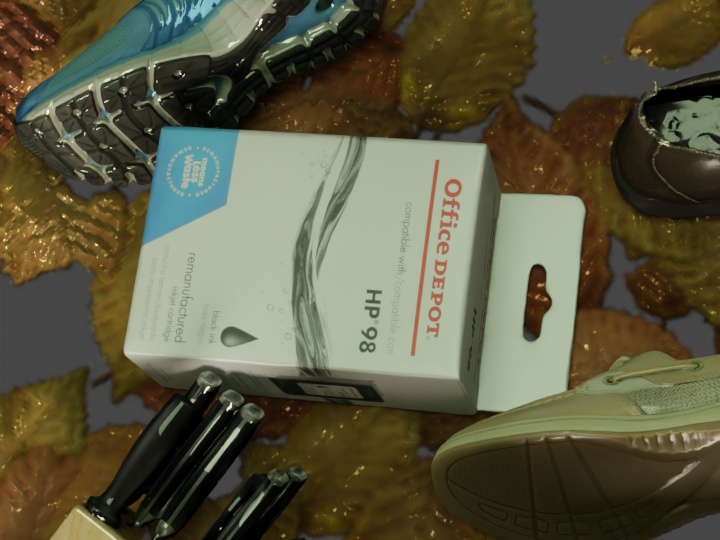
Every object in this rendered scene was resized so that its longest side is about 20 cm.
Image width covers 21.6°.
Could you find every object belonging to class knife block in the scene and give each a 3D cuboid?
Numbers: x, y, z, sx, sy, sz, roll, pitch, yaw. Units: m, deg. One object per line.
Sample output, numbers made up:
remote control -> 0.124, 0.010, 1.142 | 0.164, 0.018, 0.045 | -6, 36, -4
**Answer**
knife block -> -0.120, 0.140, 0.846 | 0.199, 0.064, 0.177 | -8, 83, 9

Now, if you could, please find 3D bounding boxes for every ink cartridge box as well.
ink cartridge box -> 0.000, 0.000, 0.884 | 0.199, 0.067, 0.116 | 4, 72, 13

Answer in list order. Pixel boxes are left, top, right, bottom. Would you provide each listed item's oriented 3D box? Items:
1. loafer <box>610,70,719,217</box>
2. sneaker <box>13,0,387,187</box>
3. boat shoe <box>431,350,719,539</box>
loafer -> 0.213, -0.064, 0.859 | 0.199, 0.071, 0.073 | -10, 71, 8
sneaker -> -0.085, -0.117, 0.948 | 0.199, 0.079, 0.090 | -30, 50, -3
boat shoe -> 0.131, 0.073, 0.841 | 0.199, 0.072, 0.065 | -11, 34, 13
